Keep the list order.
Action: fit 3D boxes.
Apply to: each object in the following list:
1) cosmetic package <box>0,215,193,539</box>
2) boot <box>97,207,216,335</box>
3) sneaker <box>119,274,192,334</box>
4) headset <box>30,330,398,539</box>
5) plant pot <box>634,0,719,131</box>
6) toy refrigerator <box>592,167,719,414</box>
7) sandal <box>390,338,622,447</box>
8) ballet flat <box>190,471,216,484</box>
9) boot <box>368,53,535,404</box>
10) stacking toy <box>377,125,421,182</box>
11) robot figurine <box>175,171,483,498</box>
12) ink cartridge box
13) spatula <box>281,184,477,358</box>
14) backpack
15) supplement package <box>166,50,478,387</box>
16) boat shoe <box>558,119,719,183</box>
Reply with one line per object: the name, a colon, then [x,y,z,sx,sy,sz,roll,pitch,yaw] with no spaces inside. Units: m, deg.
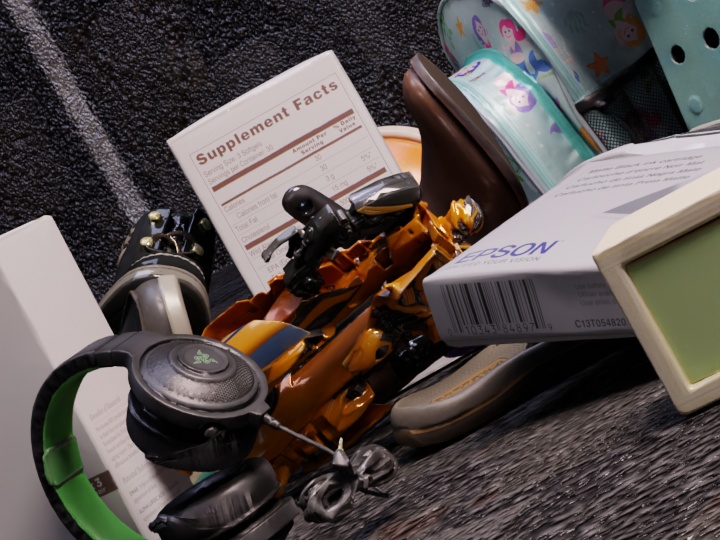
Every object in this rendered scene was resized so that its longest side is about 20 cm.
cosmetic package: [-0.171,0.086,1.265,0.113,0.200,0.081,-28,4,21]
boot: [-0.122,0.013,1.462,0.204,0.073,0.154,108,172,-52]
sneaker: [-0.147,0.084,1.335,0.106,0.075,0.200,-3,-44,-15]
headset: [-0.075,0.094,1.140,0.200,0.124,0.094,-3,19,31]
plant pot: [0.263,-0.154,1.387,0.200,0.142,0.141,-23,0,-36]
toy refrigerator: [0.197,-0.025,0.956,0.200,0.076,0.070,-28,5,17]
sandal: [0.094,0.020,1.240,0.200,0.055,0.082,-30,5,-8]
ballet flat: [-0.082,0.097,1.491,0.062,0.067,0.200,-58,-2,9]
boot: [0.000,0.000,1.326,0.200,0.187,0.064,-31,34,6]
stacking toy: [0.010,0.011,1.678,0.146,0.146,0.200,-25,25,43]
robot figurine: [-0.011,0.037,1.263,0.200,0.058,0.145,-40,-39,11]
ink cartridge box: [0.162,-0.027,1.141,0.199,0.041,0.200,-5,21,44]
spatula: [0.021,0.000,1.385,0.057,0.200,0.021,-44,42,13]
backpack: [0.127,-0.106,1.512,0.150,0.200,0.178,-30,5,-11]
supplement package: [-0.020,-0.022,1.509,0.117,0.200,0.117,-29,4,1]
boat shoe: [0.196,-0.045,1.330,0.200,0.072,0.071,-12,7,43]
